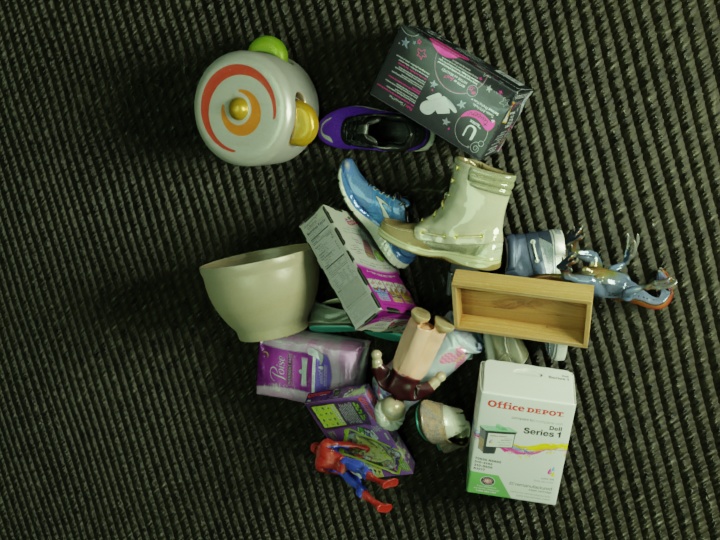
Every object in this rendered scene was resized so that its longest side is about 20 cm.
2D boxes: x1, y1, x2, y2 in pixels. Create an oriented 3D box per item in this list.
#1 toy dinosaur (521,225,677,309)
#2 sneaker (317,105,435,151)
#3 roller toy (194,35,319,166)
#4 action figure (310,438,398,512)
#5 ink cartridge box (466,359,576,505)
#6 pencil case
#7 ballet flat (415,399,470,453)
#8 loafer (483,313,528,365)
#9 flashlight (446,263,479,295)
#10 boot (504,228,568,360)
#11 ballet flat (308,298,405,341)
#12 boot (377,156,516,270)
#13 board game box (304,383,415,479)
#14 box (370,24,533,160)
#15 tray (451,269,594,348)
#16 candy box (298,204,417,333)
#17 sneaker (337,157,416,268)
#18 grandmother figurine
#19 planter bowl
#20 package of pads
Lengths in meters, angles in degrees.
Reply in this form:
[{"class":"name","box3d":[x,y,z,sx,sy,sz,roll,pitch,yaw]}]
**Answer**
[{"class":"toy dinosaur","box3d":[0.369,0.011,1.197,0.181,0.106,0.199,36,137,-21]},{"class":"sneaker","box3d":[0.011,-0.225,1.285,0.198,0.099,0.070,6,102,23]},{"class":"roller toy","box3d":[-0.170,-0.261,1.326,0.182,0.140,0.201,-34,87,23]},{"class":"action figure","box3d":[-0.002,0.328,1.339,0.199,0.098,0.066,20,98,45]},{"class":"ink cartridge box","box3d":[0.246,0.252,1.260,0.143,0.084,0.202,7,118,7]},{"class":"pencil case","box3d":[0.110,0.153,1.331,0.200,0.090,0.084,-42,62,21]},{"class":"ballet flat","box3d":[0.139,0.245,1.291,0.066,0.200,0.069,-10,68,14]},{"class":"loafer","box3d":[0.233,0.119,1.290,0.069,0.075,0.202,1,110,15]},{"class":"flashlight","box3d":[0.177,-0.055,1.276,0.067,0.068,0.203,8,101,16]},{"class":"boot","box3d":[0.268,0.039,1.249,0.089,0.073,0.203,-3,90,3]},{"class":"ballet flat","box3d":[0.002,0.078,1.371,0.198,0.067,0.064,5,72,17]},{"class":"boot","box3d":[0.128,-0.096,1.219,0.198,0.072,0.156,15,110,21]},{"class":"board game box","box3d":[0.001,0.277,1.374,0.119,0.032,0.201,-9,125,29]},{"class":"box","box3d":[0.137,-0.267,1.216,0.199,0.132,0.115,34,113,12]},{"class":"tray","box3d":[0.235,0.054,1.186,0.198,0.037,0.099,8,137,18]},{"class":"candy box","box3d":[0.000,0.000,1.286,0.061,0.136,0.201,-38,66,22]},{"class":"sneaker","box3d":[0.039,-0.106,1.321,0.089,0.079,0.201,-37,94,15]},{"class":"grandmother figurine","box3d":[0.070,0.159,1.264,0.120,0.061,0.202,23,108,11]},{"class":"planter bowl","box3d":[-0.156,0.040,1.345,0.198,0.200,0.136,-8,97,21]},{"class":"package of pads","box3d":[-0.081,0.167,1.409,0.198,0.076,0.122,8,100,19]}]
